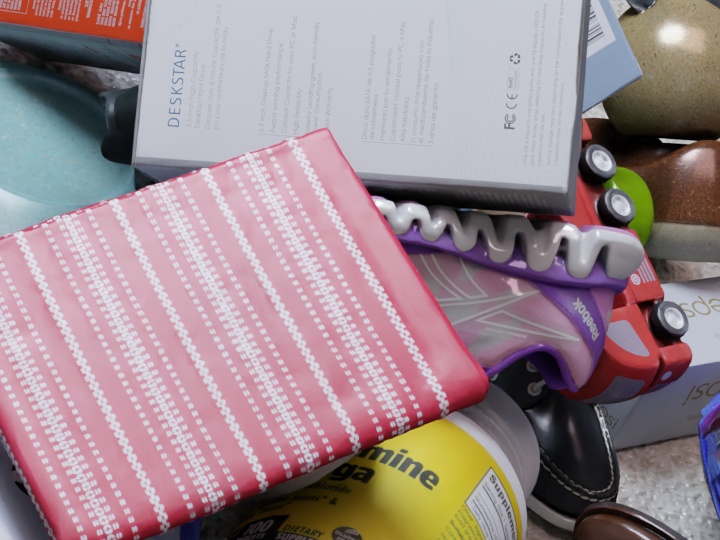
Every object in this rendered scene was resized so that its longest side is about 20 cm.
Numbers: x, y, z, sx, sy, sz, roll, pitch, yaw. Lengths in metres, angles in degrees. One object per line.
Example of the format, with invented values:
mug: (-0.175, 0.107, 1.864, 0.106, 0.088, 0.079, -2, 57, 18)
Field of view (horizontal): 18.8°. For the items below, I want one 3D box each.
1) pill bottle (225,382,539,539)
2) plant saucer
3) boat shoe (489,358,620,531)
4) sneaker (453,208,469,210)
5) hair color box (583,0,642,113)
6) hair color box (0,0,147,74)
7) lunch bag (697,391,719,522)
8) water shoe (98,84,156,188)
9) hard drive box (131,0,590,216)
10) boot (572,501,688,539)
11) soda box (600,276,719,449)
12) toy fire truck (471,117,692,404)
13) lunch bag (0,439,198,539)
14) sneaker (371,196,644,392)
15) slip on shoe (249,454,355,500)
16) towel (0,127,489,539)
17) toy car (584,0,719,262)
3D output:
pill bottle: (0.008, 0.128, 0.995, 0.112, 0.113, 0.200, 34, 36, 7)
plant saucer: (-0.175, -0.057, 1.161, 0.201, 0.039, 0.201, 17, 38, -14)
boat shoe: (0.090, 0.051, 1.184, 0.075, 0.060, 0.200, -2, 46, -34)
sneaker: (0.021, -0.095, 1.168, 0.078, 0.200, 0.090, -24, 18, -21)
hair color box: (0.057, -0.128, 1.218, 0.061, 0.200, 0.099, -32, 104, -30)
hair color box: (-0.115, -0.141, 1.178, 0.200, 0.061, 0.101, 12, -4, 28)
lunch bag: (0.250, 0.134, 1.098, 0.200, 0.124, 0.170, 42, 6, 9)
water shoe: (-0.078, -0.062, 1.155, 0.079, 0.200, 0.072, -8, 70, 13)
hard drive box: (0.005, -0.112, 1.006, 0.199, 0.156, 0.077, 5, -5, 8)
boot: (0.109, 0.210, 1.010, 0.200, 0.064, 0.186, -21, 60, -41)
soda box: (0.209, 0.047, 1.259, 0.200, 0.068, 0.064, -7, 49, -38)
toy fire truck: (0.073, -0.022, 1.088, 0.141, 0.049, 0.200, -10, 71, -40)
lunch bag: (-0.156, 0.090, 0.911, 0.170, 0.124, 0.200, 19, 37, -16)
sneaker: (0.031, 0.013, 1.002, 0.200, 0.089, 0.080, 8, 1, -13)
slip on shoe: (-0.047, 0.052, 1.005, 0.061, 0.076, 0.200, 58, -10, -15)
towel: (-0.061, 0.026, 0.886, 0.200, 0.023, 0.145, -20, 65, -26)
toy car: (0.168, -0.106, 1.278, 0.164, 0.201, 0.158, 2, 5, -39)
